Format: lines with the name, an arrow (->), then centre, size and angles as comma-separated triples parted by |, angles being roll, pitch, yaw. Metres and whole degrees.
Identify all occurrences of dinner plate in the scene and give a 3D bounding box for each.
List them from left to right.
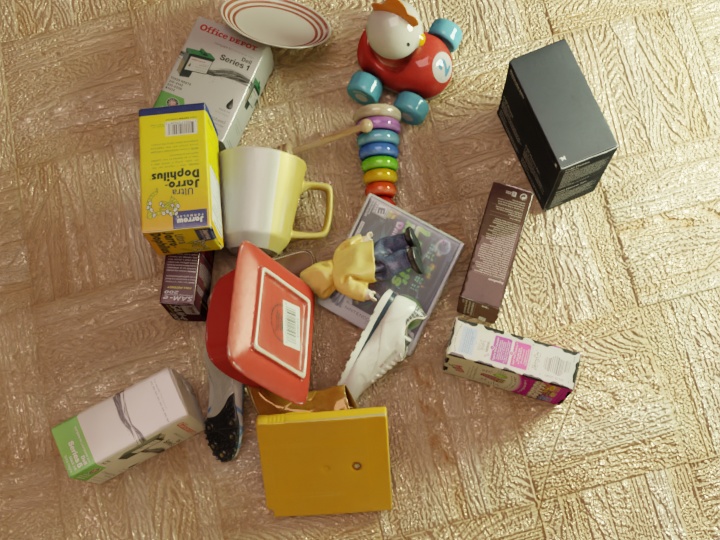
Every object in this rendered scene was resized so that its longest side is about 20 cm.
dinner plate -> -0.148, -0.429, 1.656 | 0.195, 0.025, 0.202 | 11, 36, -8

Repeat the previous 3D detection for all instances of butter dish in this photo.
butter dish -> -0.171, 0.092, 1.429 | 0.145, 0.199, 0.204 | -15, 57, 29

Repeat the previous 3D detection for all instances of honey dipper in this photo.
honey dipper -> -0.068, -0.214, 1.596 | 0.196, 0.038, 0.039 | -15, 72, 21

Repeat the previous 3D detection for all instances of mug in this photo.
mug -> -0.151, -0.105, 1.547 | 0.182, 0.149, 0.157 | 0, 78, 20

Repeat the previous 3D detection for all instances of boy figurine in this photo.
boy figurine -> 0.000, 0.000, 1.501 | 0.196, 0.065, 0.126 | -19, 54, 13

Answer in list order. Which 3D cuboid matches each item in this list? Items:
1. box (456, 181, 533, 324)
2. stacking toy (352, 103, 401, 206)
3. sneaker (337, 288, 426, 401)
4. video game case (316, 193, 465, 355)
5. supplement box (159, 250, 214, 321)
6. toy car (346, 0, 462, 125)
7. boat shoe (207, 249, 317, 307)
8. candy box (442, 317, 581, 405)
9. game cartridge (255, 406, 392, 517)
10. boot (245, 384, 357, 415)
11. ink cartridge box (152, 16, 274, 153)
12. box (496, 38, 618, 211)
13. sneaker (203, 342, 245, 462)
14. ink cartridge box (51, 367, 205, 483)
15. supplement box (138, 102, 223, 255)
box -> 0.217, -0.028, 1.534 | 0.073, 0.100, 0.204 | 15, 74, 7
stacking toy -> 0.030, -0.171, 1.598 | 0.083, 0.085, 0.205 | -1, 79, 2
sneaker -> 0.028, 0.134, 1.499 | 0.079, 0.076, 0.203 | 28, 95, 2
video game case -> 0.048, 0.006, 1.542 | 0.179, 0.023, 0.203 | 28, 95, 10
supplement box -> -0.277, -0.029, 1.553 | 0.059, 0.109, 0.205 | 3, 73, 3
toy car -> 0.074, -0.383, 1.589 | 0.174, 0.200, 0.187 | 24, 77, 9
boat shoe -> -0.160, 0.023, 1.551 | 0.197, 0.072, 0.077 | -29, 75, -5
candy box -> 0.229, 0.142, 1.466 | 0.196, 0.137, 0.062 | 15, 73, 6
game cartridge -> -0.052, 0.291, 1.438 | 0.195, 0.033, 0.180 | -3, 116, 2
boot -> -0.085, 0.205, 1.480 | 0.142, 0.071, 0.204 | -29, 85, 14
ink cartridge box -> -0.254, -0.318, 1.646 | 0.143, 0.084, 0.204 | 21, 76, 8
box -> 0.315, -0.232, 1.544 | 0.102, 0.182, 0.203 | -21, 74, -4
sneaker -> -0.209, 0.200, 1.510 | 0.070, 0.072, 0.205 | -4, 87, 26
ink cartridge box -> -0.350, 0.241, 1.460 | 0.197, 0.146, 0.085 | -27, 74, -5
supplement box -> -0.278, -0.140, 1.472 | 0.107, 0.109, 0.205 | -6, 73, 0
